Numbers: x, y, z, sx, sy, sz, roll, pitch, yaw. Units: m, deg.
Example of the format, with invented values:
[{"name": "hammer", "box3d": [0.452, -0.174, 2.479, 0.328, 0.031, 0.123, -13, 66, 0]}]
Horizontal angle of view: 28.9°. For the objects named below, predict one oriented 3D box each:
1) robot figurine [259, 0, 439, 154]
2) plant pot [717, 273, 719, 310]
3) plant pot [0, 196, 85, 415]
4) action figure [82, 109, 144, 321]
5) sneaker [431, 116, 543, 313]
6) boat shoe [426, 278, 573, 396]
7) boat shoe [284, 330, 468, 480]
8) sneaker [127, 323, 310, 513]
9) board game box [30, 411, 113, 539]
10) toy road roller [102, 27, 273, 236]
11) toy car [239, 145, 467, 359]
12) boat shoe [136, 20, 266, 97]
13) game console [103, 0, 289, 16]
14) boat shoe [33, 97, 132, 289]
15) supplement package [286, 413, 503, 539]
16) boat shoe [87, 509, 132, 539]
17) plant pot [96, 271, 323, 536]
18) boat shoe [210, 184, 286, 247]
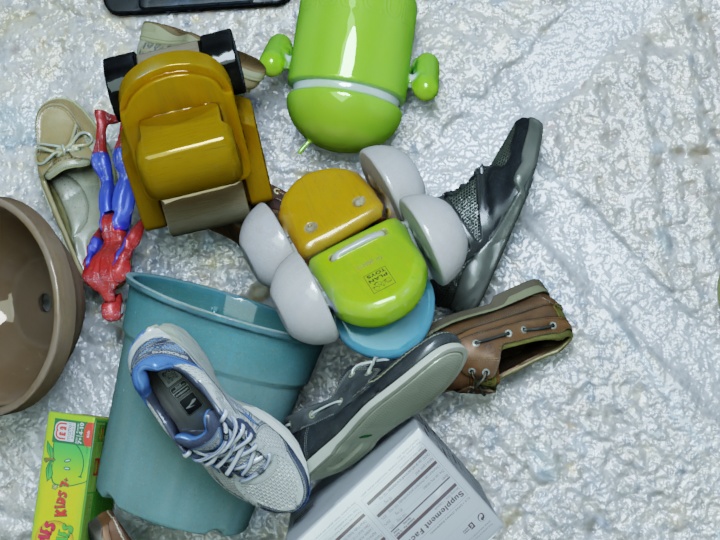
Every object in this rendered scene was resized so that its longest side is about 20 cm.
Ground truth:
[{"name": "robot figurine", "box3d": [-0.009, -0.205, 1.336, 0.173, 0.116, 0.203, 8, 84, 0]}, {"name": "plant pot", "box3d": [0.455, 0.017, 1.243, 0.199, 0.187, 0.188, -33, 80, -14]}, {"name": "plant pot", "box3d": [-0.325, 0.033, 1.314, 0.198, 0.092, 0.204, 0, 90, 32]}, {"name": "action figure", "box3d": [-0.229, -0.052, 1.321, 0.065, 0.051, 0.203, -5, 76, 35]}, {"name": "sneaker", "box3d": [0.098, -0.067, 1.328, 0.113, 0.076, 0.201, 26, 92, 2]}, {"name": "boat shoe", "box3d": [0.106, 0.078, 1.283, 0.198, 0.072, 0.068, -29, 62, -14]}, {"name": "boat shoe", "box3d": [0.008, 0.104, 1.183, 0.200, 0.071, 0.068, -40, 60, 32]}, {"name": "sneaker", "box3d": [-0.121, 0.136, 1.153, 0.200, 0.085, 0.077, 44, 98, -10]}, {"name": "board game box", "box3d": [-0.271, 0.238, 1.317, 0.047, 0.102, 0.203, 6, 84, 6]}, {"name": "toy road roller", "box3d": [-0.147, -0.098, 1.211, 0.121, 0.202, 0.147, -13, 40, -2]}, {"name": "toy car", "box3d": [0.000, 0.000, 1.244, 0.173, 0.151, 0.200, -27, 40, -8]}, {"name": "boat shoe", "box3d": [-0.156, -0.191, 1.338, 0.073, 0.199, 0.063, 17, 96, -36]}, {"name": "game console", "box3d": [-0.171, -0.354, 1.371, 0.197, 0.119, 0.175, -2, 82, 6]}, {"name": "boat shoe", "box3d": [-0.278, -0.078, 1.376, 0.072, 0.063, 0.203, -15, 82, 4]}, {"name": "supplement package", "box3d": [0.025, 0.218, 1.232, 0.156, 0.200, 0.111, -43, 91, 0]}, {"name": "boat shoe", "box3d": [-0.186, 0.306, 1.299, 0.073, 0.076, 0.202, -29, 109, -15]}, {"name": "plant pot", "box3d": [-0.147, 0.125, 1.281, 0.198, 0.200, 0.199, 18, 93, 8]}, {"name": "boat shoe", "box3d": [-0.130, -0.073, 1.359, 0.199, 0.071, 0.071, 32, 68, 13]}]
